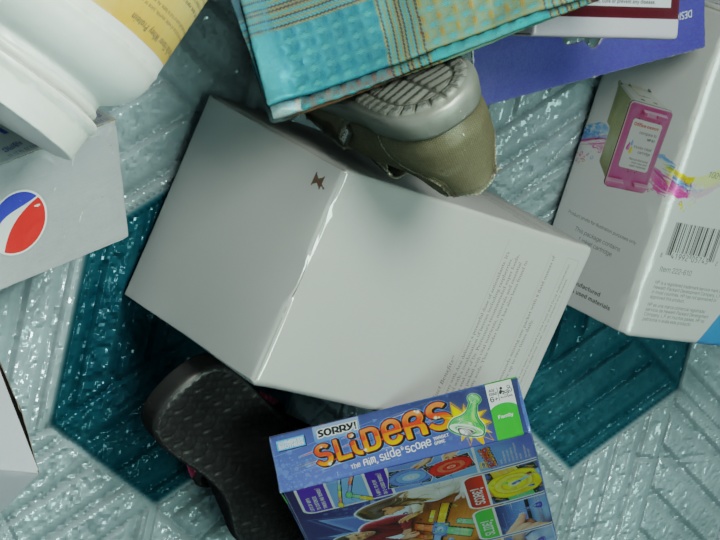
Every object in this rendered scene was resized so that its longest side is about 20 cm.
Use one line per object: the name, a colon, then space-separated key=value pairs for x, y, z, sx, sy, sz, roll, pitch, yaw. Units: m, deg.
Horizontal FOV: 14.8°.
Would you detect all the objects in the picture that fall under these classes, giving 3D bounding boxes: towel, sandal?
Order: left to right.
sandal: x=-0.066 y=0.093 z=1.509 sx=0.075 sy=0.045 sz=0.200 roll=-44 pitch=144 yaw=-6
towel: x=0.023 y=-0.170 z=1.319 sx=0.022 sy=0.200 sz=0.147 roll=-8 pitch=79 yaw=-73

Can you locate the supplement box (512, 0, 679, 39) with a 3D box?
supplement box: x=0.107 y=-0.216 z=1.369 sx=0.109 sy=0.061 sz=0.200 roll=-2 pitch=99 yaw=-42

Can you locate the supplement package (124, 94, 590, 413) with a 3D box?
supplement package: x=0.000 y=0.000 z=1.477 sx=0.200 sy=0.120 sz=0.121 roll=16 pitch=101 yaw=-46

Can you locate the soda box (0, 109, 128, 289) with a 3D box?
soda box: x=-0.209 y=-0.021 z=1.313 sx=0.200 sy=0.063 sz=0.068 roll=-25 pitch=126 yaw=-33

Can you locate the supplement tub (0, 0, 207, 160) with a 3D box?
supplement tub: x=-0.127 y=-0.165 z=1.261 sx=0.144 sy=0.144 sz=0.200 roll=39 pitch=82 yaw=-46

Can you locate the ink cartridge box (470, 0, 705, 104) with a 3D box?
ink cartridge box: x=0.132 y=-0.200 z=1.465 sx=0.198 sy=0.047 sz=0.200 roll=-18 pitch=107 yaw=-43

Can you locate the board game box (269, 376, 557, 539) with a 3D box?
board game box: x=0.034 y=0.125 z=1.518 sx=0.135 sy=0.034 sz=0.200 roll=-14 pitch=155 yaw=2

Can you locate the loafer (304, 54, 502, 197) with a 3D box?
loafer: x=0.013 y=-0.079 z=1.398 sx=0.075 sy=0.200 sz=0.070 roll=-31 pitch=113 yaw=-7

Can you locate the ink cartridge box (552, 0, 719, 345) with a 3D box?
ink cartridge box: x=0.206 y=-0.063 z=1.663 sx=0.144 sy=0.085 sz=0.200 roll=7 pitch=106 yaw=-45

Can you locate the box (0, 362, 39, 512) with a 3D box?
box: x=-0.277 y=0.102 z=1.232 sx=0.176 sy=0.097 sz=0.200 roll=13 pitch=132 yaw=-45
